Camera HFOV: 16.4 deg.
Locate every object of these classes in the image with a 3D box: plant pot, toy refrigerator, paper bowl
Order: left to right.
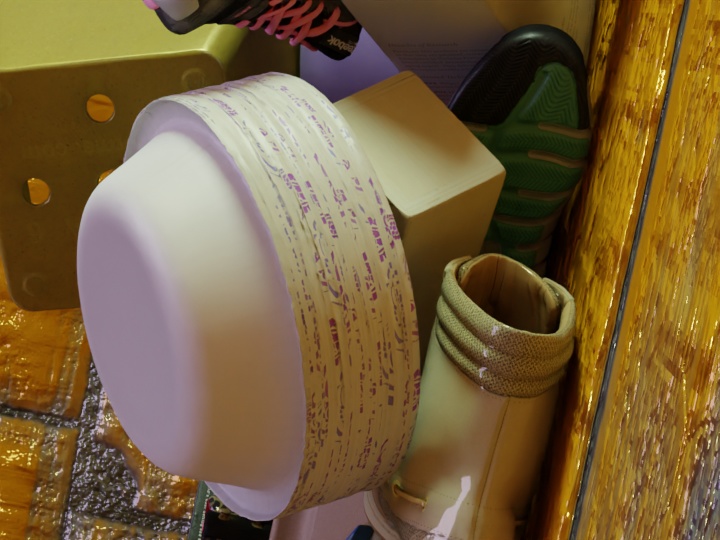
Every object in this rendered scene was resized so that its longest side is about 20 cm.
[{"bbox_3d":[-0.118,-0.081,1.353,0.177,0.198,0.202,-77,-19,-66],"label":"plant pot"},{"bbox_3d":[-0.061,0.017,1.153,0.201,0.104,0.202,40,137,50],"label":"paper bowl"},{"bbox_3d":[0.007,0.004,1.223,0.070,0.076,0.201,-26,-30,-31],"label":"toy refrigerator"}]

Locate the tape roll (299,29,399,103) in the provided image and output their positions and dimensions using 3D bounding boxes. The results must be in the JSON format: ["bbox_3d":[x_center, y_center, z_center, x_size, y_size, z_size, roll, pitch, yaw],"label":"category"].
[{"bbox_3d":[0.035,-0.111,1.417,0.200,0.084,0.202,-1,-90,-73],"label":"tape roll"}]

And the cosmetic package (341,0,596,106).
[{"bbox_3d":[0.049,-0.161,1.226,0.200,0.081,0.114,45,-129,-55],"label":"cosmetic package"}]

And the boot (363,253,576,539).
[{"bbox_3d":[0.051,0.065,1.177,0.200,0.072,0.157,-94,15,-75],"label":"boot"}]

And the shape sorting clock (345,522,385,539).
[{"bbox_3d":[-0.038,0.213,1.237,0.201,0.039,0.200,-55,4,5],"label":"shape sorting clock"}]

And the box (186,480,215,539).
[{"bbox_3d":[-0.042,0.230,1.593,0.044,0.159,0.201,103,178,-66],"label":"box"}]

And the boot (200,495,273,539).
[{"bbox_3d":[-0.023,0.164,1.543,0.073,0.149,0.201,106,174,-65],"label":"boot"}]

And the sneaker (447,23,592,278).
[{"bbox_3d":[0.072,-0.046,1.252,0.088,0.074,0.201,-74,-4,-56],"label":"sneaker"}]

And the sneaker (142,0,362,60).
[{"bbox_3d":[-0.033,-0.141,1.204,0.096,0.079,0.200,61,-148,-9],"label":"sneaker"}]

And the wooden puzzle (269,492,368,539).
[{"bbox_3d":[0.004,0.204,1.324,0.200,0.037,0.186,38,121,55],"label":"wooden puzzle"}]
